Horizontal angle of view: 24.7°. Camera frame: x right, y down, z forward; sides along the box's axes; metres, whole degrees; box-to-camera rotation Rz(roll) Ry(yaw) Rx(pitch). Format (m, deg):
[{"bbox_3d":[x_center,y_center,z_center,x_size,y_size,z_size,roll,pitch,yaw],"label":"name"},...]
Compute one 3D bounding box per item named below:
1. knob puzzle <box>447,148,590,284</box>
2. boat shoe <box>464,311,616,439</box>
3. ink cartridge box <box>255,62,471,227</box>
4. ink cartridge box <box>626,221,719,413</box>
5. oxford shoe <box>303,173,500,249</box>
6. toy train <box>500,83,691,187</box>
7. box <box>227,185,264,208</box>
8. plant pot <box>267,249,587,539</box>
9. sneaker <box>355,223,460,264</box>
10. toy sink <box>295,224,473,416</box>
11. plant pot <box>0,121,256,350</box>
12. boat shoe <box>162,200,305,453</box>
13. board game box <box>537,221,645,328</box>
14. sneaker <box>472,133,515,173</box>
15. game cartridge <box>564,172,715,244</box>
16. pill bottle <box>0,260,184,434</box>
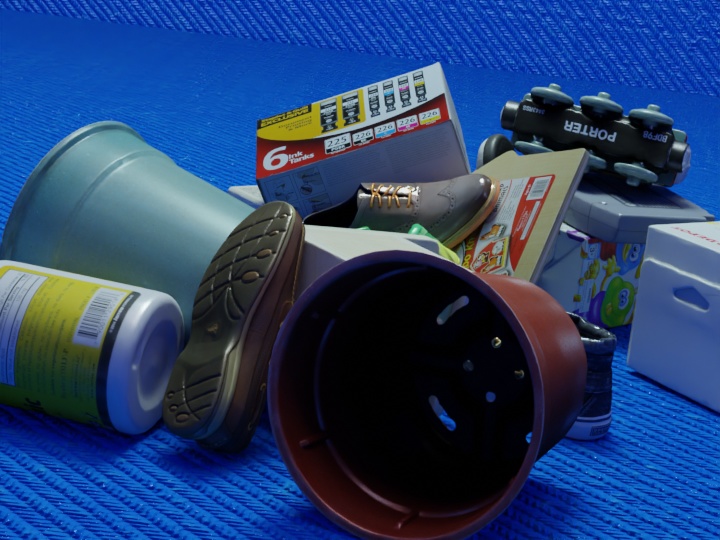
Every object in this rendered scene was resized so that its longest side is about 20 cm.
[{"bbox_3d":[0.112,-0.024,1.521,0.030,0.220,0.220,40,-4,-32],"label":"knob puzzle"},{"bbox_3d":[0.133,0.070,1.406,0.200,0.091,0.071,18,18,36],"label":"boat shoe"},{"bbox_3d":[0.000,-0.129,1.655,0.200,0.084,0.176,-17,31,7],"label":"ink cartridge box"},{"bbox_3d":[0.372,0.038,1.526,0.200,0.145,0.145,-3,19,-34],"label":"ink cartridge box"},{"bbox_3d":[0.035,-0.051,1.540,0.200,0.073,0.071,-22,41,27],"label":"oxford shoe"},{"bbox_3d":[0.244,-0.134,1.687,0.200,0.085,0.114,15,-2,19],"label":"toy train"},{"bbox_3d":[-0.056,-0.029,1.718,0.095,0.078,0.200,-4,18,-32],"label":"box"},{"bbox_3d":[0.065,0.081,1.180,0.201,0.201,0.195,13,8,23],"label":"plant pot"},{"bbox_3d":[0.000,0.000,1.518,0.200,0.084,0.074,-19,27,36],"label":"sneaker"},{"bbox_3d":[0.016,0.044,1.347,0.200,0.131,0.112,5,16,-47],"label":"toy sink"},{"bbox_3d":[-0.163,0.000,1.381,0.196,0.200,0.200,23,20,25],"label":"plant pot"},{"bbox_3d":[-0.086,0.044,1.248,0.072,0.200,0.068,-1,-28,43],"label":"boat shoe"},{"bbox_3d":[0.255,-0.007,1.720,0.200,0.105,0.103,-9,22,-42],"label":"board game box"},{"bbox_3d":[0.117,-0.060,1.726,0.108,0.202,0.067,8,48,27],"label":"sneaker"},{"bbox_3d":[0.263,-0.067,1.682,0.133,0.042,0.200,-2,18,-16],"label":"game cartridge"},{"bbox_3d":[-0.246,0.053,1.266,0.200,0.111,0.111,12,16,17],"label":"pill bottle"}]
